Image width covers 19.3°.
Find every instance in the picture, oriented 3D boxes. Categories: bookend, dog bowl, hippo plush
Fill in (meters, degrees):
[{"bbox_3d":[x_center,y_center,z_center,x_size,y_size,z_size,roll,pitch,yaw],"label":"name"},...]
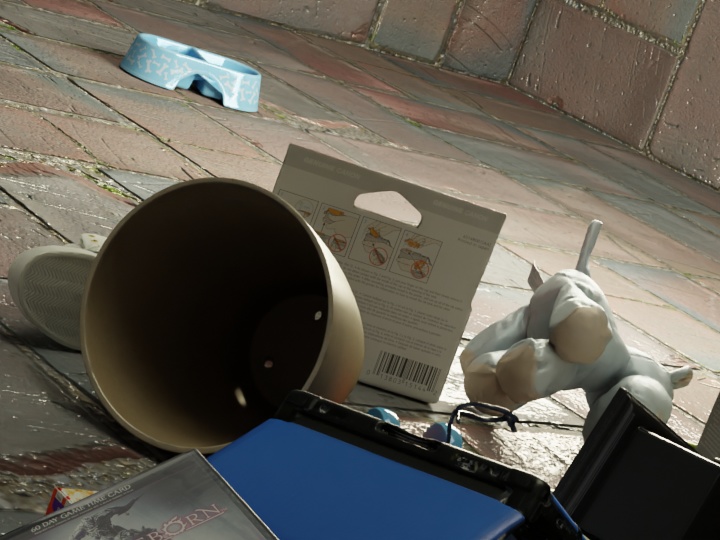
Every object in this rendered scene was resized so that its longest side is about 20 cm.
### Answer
[{"bbox_3d":[0.254,0.186,1.325,0.200,0.092,0.198,39,-8,-34],"label":"bookend"},{"bbox_3d":[-0.223,-0.269,2.853,0.199,0.050,0.111,16,13,-23],"label":"dog bowl"},{"bbox_3d":[0.190,0.095,1.852,0.161,0.159,0.200,48,23,-15],"label":"hippo plush"}]

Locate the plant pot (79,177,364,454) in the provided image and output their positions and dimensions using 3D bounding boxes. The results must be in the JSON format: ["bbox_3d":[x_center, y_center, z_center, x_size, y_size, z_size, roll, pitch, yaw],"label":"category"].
[{"bbox_3d":[-0.072,0.047,1.510,0.187,0.188,0.200,26,-1,23],"label":"plant pot"}]

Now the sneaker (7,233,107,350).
[{"bbox_3d":[-0.217,0.012,1.632,0.115,0.074,0.200,29,5,40],"label":"sneaker"}]

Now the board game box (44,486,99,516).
[{"bbox_3d":[-0.063,0.182,1.191,0.199,0.047,0.151,11,16,-37],"label":"board game box"}]

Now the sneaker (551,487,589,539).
[{"bbox_3d":[0.107,0.185,1.400,0.089,0.067,0.200,23,15,-14],"label":"sneaker"}]

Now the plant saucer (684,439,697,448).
[{"bbox_3d":[0.345,0.214,1.714,0.199,0.048,0.200,19,12,-7],"label":"plant saucer"}]

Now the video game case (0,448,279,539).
[{"bbox_3d":[-0.103,0.169,1.067,0.142,0.019,0.200,-23,34,-20],"label":"video game case"}]

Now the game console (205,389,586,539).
[{"bbox_3d":[0.014,0.154,1.218,0.199,0.119,0.171,18,-24,40],"label":"game console"}]

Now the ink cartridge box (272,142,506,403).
[{"bbox_3d":[0.000,0.000,1.769,0.199,0.177,0.045,18,12,-14],"label":"ink cartridge box"}]

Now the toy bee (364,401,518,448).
[{"bbox_3d":[0.023,0.146,1.410,0.130,0.109,0.200,11,-12,-4],"label":"toy bee"}]

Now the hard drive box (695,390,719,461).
[{"bbox_3d":[0.321,0.163,1.539,0.155,0.201,0.077,16,13,-16],"label":"hard drive box"}]
